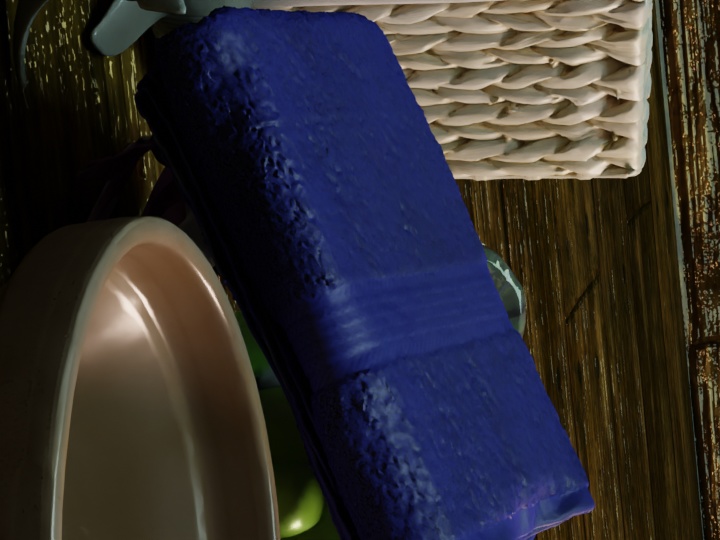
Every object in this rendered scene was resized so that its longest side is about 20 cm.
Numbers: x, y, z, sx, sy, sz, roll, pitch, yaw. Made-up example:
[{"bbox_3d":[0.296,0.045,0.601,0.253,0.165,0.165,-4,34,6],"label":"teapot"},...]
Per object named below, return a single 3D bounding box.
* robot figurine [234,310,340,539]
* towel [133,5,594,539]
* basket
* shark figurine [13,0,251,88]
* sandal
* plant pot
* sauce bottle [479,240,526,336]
[{"bbox_3d":[-0.026,0.101,0.875,0.200,0.115,0.176,-7,84,-77],"label":"robot figurine"},{"bbox_3d":[0.002,0.010,0.808,0.148,0.049,0.201,-8,74,-65],"label":"towel"},{"bbox_3d":[0.033,-0.122,1.042,0.136,0.199,0.124,-78,166,-49],"label":"basket"},{"bbox_3d":[-0.062,-0.125,0.869,0.214,0.089,0.129,15,70,-78],"label":"shark figurine"},{"bbox_3d":[-0.074,-0.022,0.834,0.050,0.082,0.203,46,24,-12],"label":"sandal"},{"bbox_3d":[-0.090,0.089,0.657,0.201,0.092,0.202,-5,90,-77],"label":"plant pot"},{"bbox_3d":[0.000,0.000,0.972,0.200,0.065,0.065,-151,-130,-65],"label":"sauce bottle"}]
